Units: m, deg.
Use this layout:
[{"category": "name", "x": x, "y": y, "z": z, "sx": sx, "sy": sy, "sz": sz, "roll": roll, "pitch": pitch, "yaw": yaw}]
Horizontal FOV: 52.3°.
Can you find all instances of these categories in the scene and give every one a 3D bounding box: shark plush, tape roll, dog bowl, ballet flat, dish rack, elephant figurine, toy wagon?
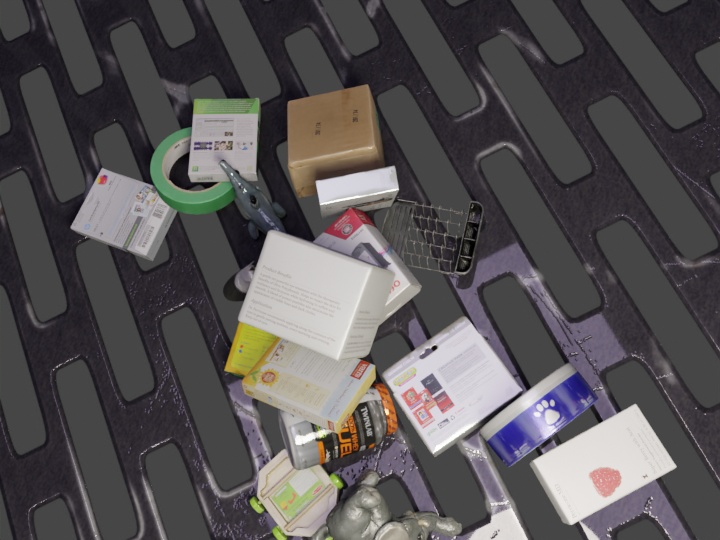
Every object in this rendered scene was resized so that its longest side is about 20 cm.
[{"category": "shark plush", "x": -0.213, "y": -0.148, "z": 1.509, "sx": 0.091, "sy": 0.083, "sz": 0.200, "roll": -26, "pitch": 107, "yaw": -7}, {"category": "tape roll", "x": -0.350, "y": -0.218, "z": 1.589, "sx": 0.200, "sy": 0.048, "sz": 0.201, "roll": 1, "pitch": 63, "yaw": -1}, {"category": "dog bowl", "x": 0.307, "y": 0.249, "z": 1.265, "sx": 0.200, "sy": 0.200, "sz": 0.079, "roll": -37, "pitch": 72, "yaw": -3}, {"category": "ballet flat", "x": -0.196, "y": 0.006, "z": 1.501, "sx": 0.200, "sy": 0.068, "sz": 0.068, "roll": -21, "pitch": 72, "yaw": 3}, {"category": "dish rack", "x": 0.138, "y": -0.072, "z": 1.476, "sx": 0.199, "sy": 0.055, "sz": 0.154, "roll": 11, "pitch": 73, "yaw": 14}, {"category": "elephant figurine", "x": 0.051, "y": 0.460, "z": 1.286, "sx": 0.200, "sy": 0.142, "sz": 0.155, "roll": 43, "pitch": 114, "yaw": 0}, {"category": "toy wagon", "x": -0.104, "y": 0.431, "z": 1.364, "sx": 0.155, "sy": 0.040, "sz": 0.200, "roll": -42, "pitch": 71, "yaw": -5}]

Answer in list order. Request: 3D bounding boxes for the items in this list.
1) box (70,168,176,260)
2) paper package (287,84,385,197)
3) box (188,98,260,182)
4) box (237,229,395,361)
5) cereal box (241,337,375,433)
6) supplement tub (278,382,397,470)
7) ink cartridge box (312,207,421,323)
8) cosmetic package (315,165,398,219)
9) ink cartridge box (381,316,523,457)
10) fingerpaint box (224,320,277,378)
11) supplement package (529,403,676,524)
[{"category": "box", "x": -0.514, "y": -0.125, "z": 1.614, "sx": 0.200, "sy": 0.041, "sz": 0.156, "roll": 19, "pitch": 75, "yaw": 14}, {"category": "paper package", "x": -0.052, "y": -0.268, "z": 1.518, "sx": 0.190, "sy": 0.104, "sz": 0.200, "roll": -10, "pitch": 51, "yaw": 6}, {"category": "box", "x": -0.289, "y": -0.282, "z": 1.577, "sx": 0.144, "sy": 0.036, "sz": 0.200, "roll": -1, "pitch": 65, "yaw": -2}, {"category": "box", "x": -0.071, "y": 0.045, "z": 1.305, "sx": 0.199, "sy": 0.200, "sz": 0.172, "roll": 20, "pitch": 92, "yaw": 15}, {"category": "cereal box", "x": -0.091, "y": 0.195, "z": 1.315, "sx": 0.200, "sy": 0.040, "sz": 0.144, "roll": 19, "pitch": 46, "yaw": 22}, {"category": "supplement tub", "x": -0.042, "y": 0.278, "z": 1.341, "sx": 0.200, "sy": 0.123, "sz": 0.123, "roll": -15, "pitch": 69, "yaw": -14}, {"category": "ink cartridge box", "x": 0.000, "y": 0.000, "z": 1.441, "sx": 0.148, "sy": 0.086, "sz": 0.200, "roll": -42, "pitch": 71, "yaw": 12}, {"category": "cosmetic package", "x": -0.009, "y": -0.149, "z": 1.438, "sx": 0.150, "sy": 0.200, "sz": 0.052, "roll": -9, "pitch": 86, "yaw": -2}, {"category": "ink cartridge box", "x": 0.168, "y": 0.214, "z": 1.362, "sx": 0.200, "sy": 0.084, "sz": 0.176, "roll": -34, "pitch": 70, "yaw": -2}, {"category": "fingerpaint box", "x": -0.143, "y": 0.147, "z": 1.444, "sx": 0.199, "sy": 0.073, "sz": 0.167, "roll": 12, "pitch": 76, "yaw": 13}, {"category": "supplement package", "x": 0.410, "y": 0.335, "z": 1.262, "sx": 0.200, "sy": 0.120, "sz": 0.121, "roll": -29, "pitch": 71, "yaw": 0}]
